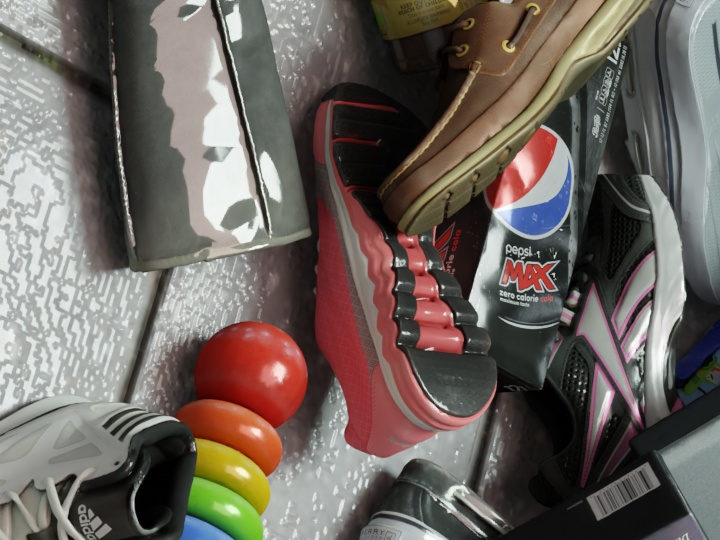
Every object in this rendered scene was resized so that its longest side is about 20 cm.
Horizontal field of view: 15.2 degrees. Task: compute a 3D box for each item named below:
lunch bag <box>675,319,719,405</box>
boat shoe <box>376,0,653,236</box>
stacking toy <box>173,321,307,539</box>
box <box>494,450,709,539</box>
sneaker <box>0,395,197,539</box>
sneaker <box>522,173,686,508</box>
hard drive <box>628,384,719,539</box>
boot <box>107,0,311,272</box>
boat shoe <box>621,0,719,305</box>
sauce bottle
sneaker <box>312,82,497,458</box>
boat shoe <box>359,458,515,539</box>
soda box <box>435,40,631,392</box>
[{"bbox_3d":[0.218,0.133,1.497,0.151,0.094,0.200,-45,104,-31],"label":"lunch bag"},{"bbox_3d":[0.066,-0.094,1.326,0.068,0.072,0.200,41,59,3],"label":"boat shoe"},{"bbox_3d":[-0.077,0.110,1.253,0.085,0.085,0.200,37,56,-31],"label":"stacking toy"},{"bbox_3d":[0.096,0.203,1.310,0.200,0.079,0.141,-30,113,4],"label":"box"},{"bbox_3d":[-0.153,0.106,1.157,0.200,0.115,0.076,-32,105,-38],"label":"sneaker"},{"bbox_3d":[0.124,0.038,1.428,0.086,0.080,0.200,3,65,-6],"label":"sneaker"},{"bbox_3d":[0.249,0.089,1.377,0.200,0.033,0.140,-30,124,0],"label":"hard drive"},{"bbox_3d":[-0.052,-0.112,1.294,0.182,0.073,0.200,-17,90,-23],"label":"boot"},{"bbox_3d":[0.181,-0.076,1.493,0.074,0.067,0.200,-33,129,-35],"label":"boat shoe"},{"bbox_3d":[0.017,-0.202,1.370,0.065,0.065,0.200,-25,100,-39],"label":"sauce bottle"},{"bbox_3d":[0.000,0.000,1.332,0.074,0.087,0.200,12,54,-37],"label":"sneaker"},{"bbox_3d":[0.088,0.166,1.382,0.200,0.072,0.071,40,66,-28],"label":"boat shoe"},{"bbox_3d":[0.075,-0.039,1.396,0.063,0.071,0.200,29,68,-34],"label":"soda box"}]
